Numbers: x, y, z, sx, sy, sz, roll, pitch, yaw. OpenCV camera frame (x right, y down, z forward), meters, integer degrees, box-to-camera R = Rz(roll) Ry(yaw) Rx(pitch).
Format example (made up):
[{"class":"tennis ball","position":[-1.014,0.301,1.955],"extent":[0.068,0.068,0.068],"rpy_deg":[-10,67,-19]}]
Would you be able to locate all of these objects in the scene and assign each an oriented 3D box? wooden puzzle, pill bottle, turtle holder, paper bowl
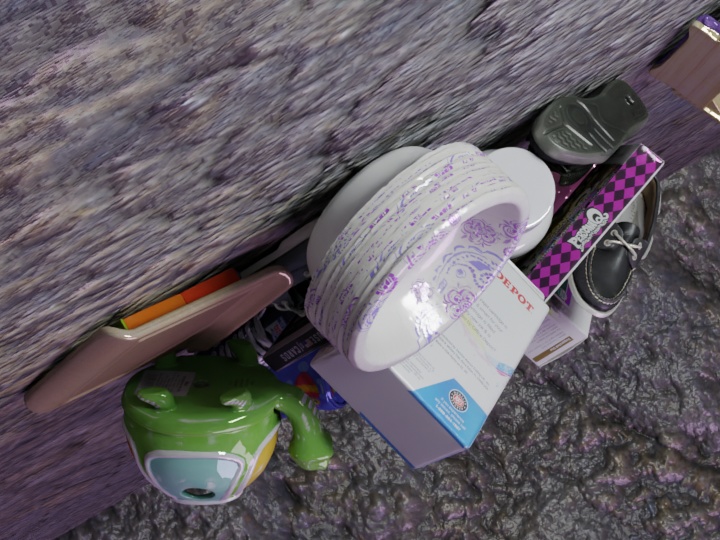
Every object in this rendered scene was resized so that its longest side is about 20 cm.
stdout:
[{"class":"wooden puzzle","position":[-0.179,0.055,1.507],"extent":[0.200,0.037,0.185],"rpy_deg":[-20,169,-40]},{"class":"pill bottle","position":[0.128,-0.057,1.716],"extent":[0.111,0.111,0.200],"rpy_deg":[-29,174,-14]},{"class":"turtle holder","position":[-0.132,0.146,1.636],"extent":[0.185,0.132,0.141],"rpy_deg":[-10,-154,-22]},{"class":"paper bowl","position":[0.035,-0.021,1.421],"extent":[0.201,0.104,0.201],"rpy_deg":[-39,160,-17]}]

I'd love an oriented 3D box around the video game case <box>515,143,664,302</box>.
[{"class":"video game case","position":[0.216,-0.043,1.745],"extent":[0.200,0.036,0.181],"rpy_deg":[-50,-178,3]}]

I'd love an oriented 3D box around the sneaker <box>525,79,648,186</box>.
[{"class":"sneaker","position":[0.204,-0.123,1.711],"extent":[0.114,0.076,0.199],"rpy_deg":[-42,174,32]}]

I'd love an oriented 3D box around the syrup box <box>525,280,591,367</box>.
[{"class":"syrup box","position":[0.162,0.006,1.896],"extent":[0.081,0.200,0.079],"rpy_deg":[-37,-159,36]}]

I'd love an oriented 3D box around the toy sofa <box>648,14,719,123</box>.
[{"class":"toy sofa","position":[0.372,-0.228,1.741],"extent":[0.083,0.098,0.200],"rpy_deg":[-55,178,-10]}]

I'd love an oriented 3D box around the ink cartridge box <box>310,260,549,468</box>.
[{"class":"ink cartridge box","position":[0.068,0.058,1.587],"extent":[0.085,0.145,0.200],"rpy_deg":[-30,-162,48]}]

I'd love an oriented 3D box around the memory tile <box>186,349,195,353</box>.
[{"class":"memory tile","position":[-0.086,0.027,1.804],"extent":[0.200,0.017,0.153],"rpy_deg":[-28,173,-25]}]

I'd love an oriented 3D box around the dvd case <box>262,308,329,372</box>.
[{"class":"dvd case","position":[0.000,0.000,1.602],"extent":[0.200,0.025,0.150],"rpy_deg":[-52,-169,-35]}]

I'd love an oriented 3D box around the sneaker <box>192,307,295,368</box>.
[{"class":"sneaker","position":[-0.105,0.077,1.697],"extent":[0.200,0.070,0.109],"rpy_deg":[-38,179,-5]}]

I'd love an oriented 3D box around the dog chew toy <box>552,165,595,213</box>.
[{"class":"dog chew toy","position":[0.213,-0.079,1.956],"extent":[0.200,0.125,0.125],"rpy_deg":[-44,169,29]}]

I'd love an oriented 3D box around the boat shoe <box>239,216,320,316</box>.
[{"class":"boat shoe","position":[-0.066,0.013,1.561],"extent":[0.200,0.062,0.073],"rpy_deg":[-36,172,40]}]

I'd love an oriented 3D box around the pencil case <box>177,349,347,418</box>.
[{"class":"pencil case","position":[-0.105,0.116,1.804],"extent":[0.200,0.078,0.087],"rpy_deg":[-9,-146,21]}]

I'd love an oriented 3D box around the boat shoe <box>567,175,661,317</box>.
[{"class":"boat shoe","position":[0.273,-0.033,1.817],"extent":[0.060,0.074,0.200],"rpy_deg":[-44,-169,44]}]
